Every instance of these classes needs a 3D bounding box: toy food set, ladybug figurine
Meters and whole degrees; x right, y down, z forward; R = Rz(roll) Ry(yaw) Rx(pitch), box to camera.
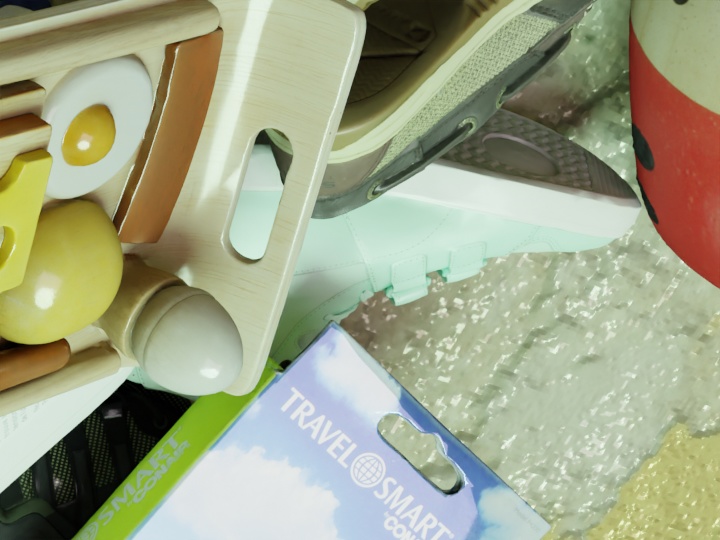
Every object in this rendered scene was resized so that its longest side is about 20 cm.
[{"bbox_3d":[-0.083,0.000,0.748,0.200,0.060,0.144,-22,137,-51],"label":"toy food set"},{"bbox_3d":[0.139,-0.063,0.951,0.072,0.136,0.200,4,142,14],"label":"ladybug figurine"}]

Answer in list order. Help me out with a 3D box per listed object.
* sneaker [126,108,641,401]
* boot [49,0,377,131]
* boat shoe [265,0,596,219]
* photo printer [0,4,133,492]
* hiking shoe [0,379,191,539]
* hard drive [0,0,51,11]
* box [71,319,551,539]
[{"bbox_3d":[0.000,0.000,0.951,0.200,0.074,0.118,3,118,-22],"label":"sneaker"},{"bbox_3d":[-0.034,-0.151,0.791,0.200,0.072,0.155,-40,127,6],"label":"boot"},{"bbox_3d":[0.036,-0.093,0.897,0.200,0.073,0.065,-38,153,-27],"label":"boat shoe"},{"bbox_3d":[-0.159,0.032,0.809,0.200,0.069,0.167,-43,155,-27],"label":"photo printer"},{"bbox_3d":[-0.112,0.072,0.952,0.200,0.076,0.101,33,65,-21],"label":"hiking shoe"},{"bbox_3d":[-0.168,-0.107,0.821,0.132,0.025,0.200,-31,129,9],"label":"hard drive"},{"bbox_3d":[-0.044,0.122,0.905,0.200,0.048,0.122,-48,112,-3],"label":"box"}]
